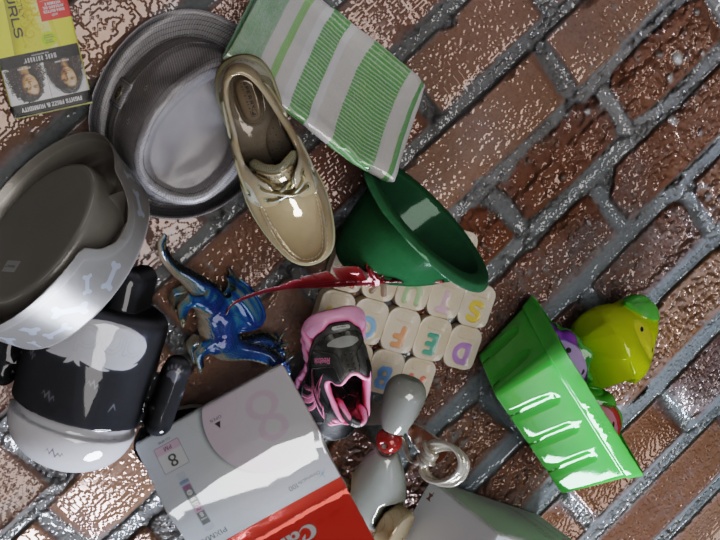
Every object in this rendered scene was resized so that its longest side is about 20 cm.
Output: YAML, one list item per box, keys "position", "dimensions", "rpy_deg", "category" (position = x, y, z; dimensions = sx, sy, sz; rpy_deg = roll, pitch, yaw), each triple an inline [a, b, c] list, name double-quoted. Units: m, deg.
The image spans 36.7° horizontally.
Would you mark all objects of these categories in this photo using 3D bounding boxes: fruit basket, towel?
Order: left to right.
- position: [-0.026, -0.188, 1.023]
  dimensions: [0.200, 0.023, 0.153]
  rpy_deg: [38, 49, -24]
  category: "towel"
- position: [0.258, 0.114, 1.197]
  dimensions: [0.214, 0.156, 0.217]
  rpy_deg: [-2, 114, -5]
  category: "fruit basket"

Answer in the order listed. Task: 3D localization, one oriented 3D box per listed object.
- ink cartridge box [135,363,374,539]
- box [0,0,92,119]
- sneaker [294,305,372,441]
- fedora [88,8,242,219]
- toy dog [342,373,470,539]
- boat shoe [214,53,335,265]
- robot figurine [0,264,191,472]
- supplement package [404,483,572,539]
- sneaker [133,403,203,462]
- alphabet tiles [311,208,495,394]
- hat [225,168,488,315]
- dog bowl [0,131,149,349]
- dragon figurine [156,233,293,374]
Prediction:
- position: [-0.097, 0.214, 1.029]
  dimensions: [0.162, 0.057, 0.201]
  rpy_deg: [-29, 77, -4]
  category: "ink cartridge box"
- position: [-0.292, -0.238, 0.939]
  dimensions: [0.075, 0.050, 0.201]
  rpy_deg: [-14, 108, -16]
  category: "box"
- position: [-0.021, 0.126, 1.076]
  dimensions: [0.079, 0.096, 0.200]
  rpy_deg: [-15, 144, -13]
  category: "sneaker"
- position: [-0.153, -0.138, 0.995]
  dimensions: [0.177, 0.090, 0.200]
  rpy_deg: [37, 88, -25]
  category: "fedora"
- position: [0.038, 0.200, 1.147]
  dimensions: [0.132, 0.096, 0.200]
  rpy_deg: [46, 119, 12]
  category: "toy dog"
- position: [-0.075, -0.088, 0.945]
  dimensions: [0.072, 0.065, 0.201]
  rpy_deg: [-19, 111, 2]
  category: "boat shoe"
- position: [-0.249, 0.085, 0.998]
  dimensions: [0.125, 0.150, 0.201]
  rpy_deg: [11, 99, -48]
  category: "robot figurine"
- position: [0.147, 0.325, 1.189]
  dimensions: [0.200, 0.117, 0.118]
  rpy_deg: [26, 94, -39]
  category: "supplement package"
- position: [-0.123, 0.185, 1.087]
  dimensions: [0.199, 0.090, 0.070]
  rpy_deg: [10, 100, -23]
  category: "sneaker"
- position: [0.049, 0.040, 1.159]
  dimensions: [0.199, 0.015, 0.196]
  rpy_deg: [16, 97, -24]
  category: "alphabet tiles"
- position: [0.000, 0.000, 1.090]
  dimensions: [0.200, 0.166, 0.176]
  rpy_deg: [39, 111, -22]
  category: "hat"
- position: [-0.263, -0.021, 0.931]
  dimensions: [0.200, 0.200, 0.059]
  rpy_deg: [-51, 128, -3]
  category: "dog bowl"
- position: [-0.132, 0.036, 1.064]
  dimensions: [0.099, 0.059, 0.201]
  rpy_deg: [-24, 111, -14]
  category: "dragon figurine"
